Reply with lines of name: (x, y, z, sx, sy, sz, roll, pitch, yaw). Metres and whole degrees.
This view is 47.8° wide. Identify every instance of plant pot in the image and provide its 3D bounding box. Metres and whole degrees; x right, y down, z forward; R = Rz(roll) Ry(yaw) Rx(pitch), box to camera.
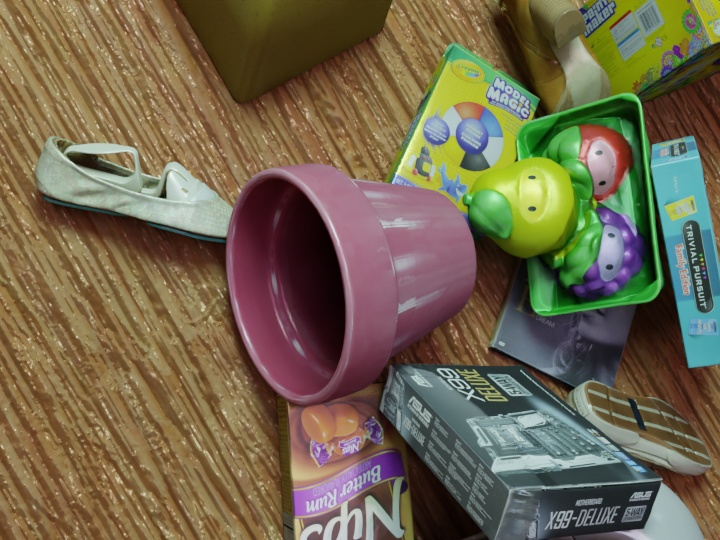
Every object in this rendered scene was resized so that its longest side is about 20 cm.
plant pot: (-0.072, -0.317, 0.761, 0.193, 0.200, 0.197, -32, 89, -19)
plant pot: (0.000, 0.000, 0.735, 0.177, 0.199, 0.204, -13, 83, -37)

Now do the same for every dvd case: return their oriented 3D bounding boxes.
dvd case: (0.235, 0.021, 0.886, 0.147, 0.016, 0.203, 25, 74, -10)

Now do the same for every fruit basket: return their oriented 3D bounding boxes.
fruit basket: (0.204, -0.062, 0.793, 0.214, 0.153, 0.220, 17, 68, -50)

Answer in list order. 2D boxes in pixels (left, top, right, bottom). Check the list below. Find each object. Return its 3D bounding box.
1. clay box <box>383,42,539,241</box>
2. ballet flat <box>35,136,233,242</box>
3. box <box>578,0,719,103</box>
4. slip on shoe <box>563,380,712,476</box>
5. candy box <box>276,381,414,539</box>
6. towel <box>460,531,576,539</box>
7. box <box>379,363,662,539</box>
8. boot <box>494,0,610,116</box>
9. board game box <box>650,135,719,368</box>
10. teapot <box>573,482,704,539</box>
clay box: (0.111, -0.144, 0.863, 0.114, 0.048, 0.203, 28, 74, -11)
ballet flat: (-0.195, -0.075, 0.743, 0.196, 0.068, 0.063, 12, 112, -14)
box: (0.358, -0.278, 0.881, 0.190, 0.200, 0.124, -22, 85, -20)
slip on shoe: (0.284, 0.175, 0.853, 0.197, 0.061, 0.077, 20, 40, -28)
candy box: (-0.013, 0.209, 0.756, 0.114, 0.056, 0.204, -2, 82, -18)
towel: (0.118, 0.308, 0.709, 0.197, 0.035, 0.195, -23, 113, 9)
box: (0.128, 0.147, 0.697, 0.155, 0.200, 0.051, 6, 109, -27)
boot: (0.206, -0.242, 0.891, 0.070, 0.202, 0.145, -26, 47, 2)
board game box: (0.340, -0.025, 0.834, 0.046, 0.151, 0.204, -10, 102, 22)
teapot: (0.231, 0.249, 0.776, 0.147, 0.194, 0.203, -63, 138, -53)
